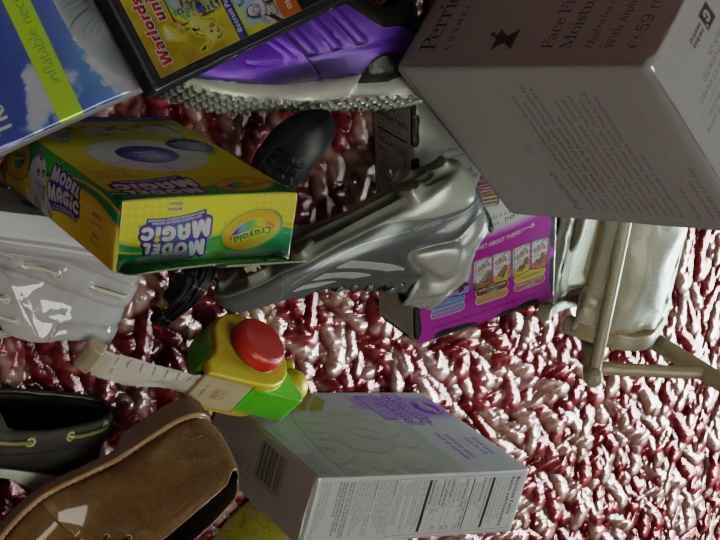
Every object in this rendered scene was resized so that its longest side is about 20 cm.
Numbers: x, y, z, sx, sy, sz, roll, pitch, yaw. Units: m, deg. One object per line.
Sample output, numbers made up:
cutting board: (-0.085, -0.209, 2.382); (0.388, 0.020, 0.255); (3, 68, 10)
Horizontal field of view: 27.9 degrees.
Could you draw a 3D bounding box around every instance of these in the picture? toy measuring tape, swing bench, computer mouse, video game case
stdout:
toy measuring tape: (-0.116, 0.058, 1.010); (0.200, 0.074, 0.074); (18, 101, -41)
swing bench: (0.224, -0.034, 1.148); (0.129, 0.200, 0.199); (5, 109, -13)
computer mouse: (-0.087, -0.036, 0.977); (0.034, 0.059, 0.200); (36, 110, -15)
video game case: (-0.094, -0.229, 0.853); (0.181, 0.025, 0.200); (-30, 96, -22)

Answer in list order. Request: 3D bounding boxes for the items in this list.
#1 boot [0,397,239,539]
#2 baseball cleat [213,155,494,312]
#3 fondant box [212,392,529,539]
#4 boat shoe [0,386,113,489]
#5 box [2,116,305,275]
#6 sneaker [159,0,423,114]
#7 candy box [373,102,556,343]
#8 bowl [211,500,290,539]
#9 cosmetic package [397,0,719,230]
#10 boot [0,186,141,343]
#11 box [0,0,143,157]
boot: (-0.170, 0.171, 0.959); (0.200, 0.075, 0.074); (-36, 153, -8)
baseball cleat: (0.000, 0.000, 1.022); (0.200, 0.070, 0.107); (-26, 117, 7)
fondant box: (0.004, 0.145, 1.092); (0.200, 0.144, 0.058); (5, 107, -37)
boat shoe: (-0.250, 0.099, 0.937); (0.201, 0.072, 0.061); (15, 106, -48)
box: (-0.125, -0.046, 0.869); (0.117, 0.200, 0.048); (-5, 115, -35)
sneaker: (-0.049, -0.157, 0.964); (0.200, 0.070, 0.100); (-2, 90, -23)
candy box: (0.081, -0.059, 1.103); (0.136, 0.061, 0.200); (-17, 121, -28)
bowl: (-0.028, 0.273, 1.157); (0.200, 0.108, 0.201); (-16, 121, -29)
cosmetic package: (0.169, -0.142, 0.947); (0.165, 0.200, 0.165); (47, 62, -39)
boot: (-0.226, 0.000, 0.902); (0.200, 0.074, 0.096); (11, 105, -36)
box: (-0.179, -0.149, 0.852); (0.200, 0.048, 0.122); (-28, 98, -22)
